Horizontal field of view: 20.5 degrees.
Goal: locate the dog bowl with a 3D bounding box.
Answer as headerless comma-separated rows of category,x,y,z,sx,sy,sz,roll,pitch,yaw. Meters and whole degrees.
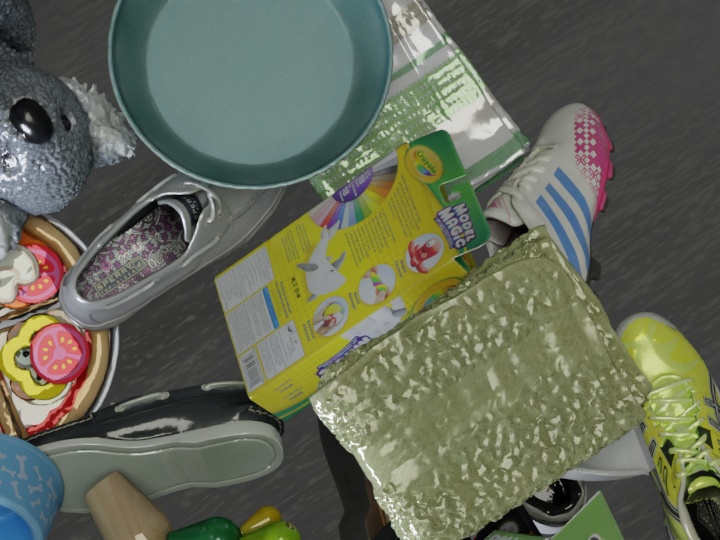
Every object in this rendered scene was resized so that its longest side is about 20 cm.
dog bowl,-0.303,0.163,1.345,0.198,0.112,0.050,2,42,-3

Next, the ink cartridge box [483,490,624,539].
ink cartridge box,0.098,0.242,1.312,0.200,0.059,0.104,-39,111,-30

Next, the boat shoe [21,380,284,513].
boat shoe,-0.152,0.120,1.387,0.198,0.076,0.061,-5,45,-1

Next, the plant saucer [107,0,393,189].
plant saucer,-0.077,-0.148,1.389,0.198,0.036,0.202,1,76,-4

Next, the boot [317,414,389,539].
boot,0.019,0.128,1.400,0.075,0.074,0.202,-9,89,-23

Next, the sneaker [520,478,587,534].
sneaker,0.098,0.094,1.393,0.074,0.080,0.200,-36,86,-4

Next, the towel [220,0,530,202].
towel,0.011,-0.125,1.425,0.149,0.031,0.201,-35,87,-13

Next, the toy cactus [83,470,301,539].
toy cactus,-0.119,0.205,1.343,0.165,0.102,0.200,52,127,8

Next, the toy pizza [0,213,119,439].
toy pizza,-0.270,0.047,1.400,0.199,0.032,0.202,0,85,-3

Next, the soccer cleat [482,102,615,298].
soccer cleat,0.125,-0.048,1.371,0.086,0.070,0.201,24,49,-20

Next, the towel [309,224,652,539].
towel,0.080,0.080,1.279,0.199,0.036,0.149,-34,94,-14

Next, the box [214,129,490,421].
box,0.000,0.000,1.352,0.199,0.048,0.118,-35,47,18

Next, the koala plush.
koala plush,-0.255,-0.122,1.370,0.177,0.183,0.200,-44,109,-20

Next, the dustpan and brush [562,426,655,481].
dustpan and brush,0.093,0.084,1.330,0.199,0.057,0.140,-10,62,-15

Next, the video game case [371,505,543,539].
video game case,0.059,0.248,1.336,0.200,0.025,0.181,-44,113,-28

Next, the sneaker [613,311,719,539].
sneaker,0.234,0.122,1.399,0.075,0.076,0.201,-21,85,-3

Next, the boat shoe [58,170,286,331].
boat shoe,-0.127,-0.035,1.389,0.199,0.069,0.072,-33,87,-15
